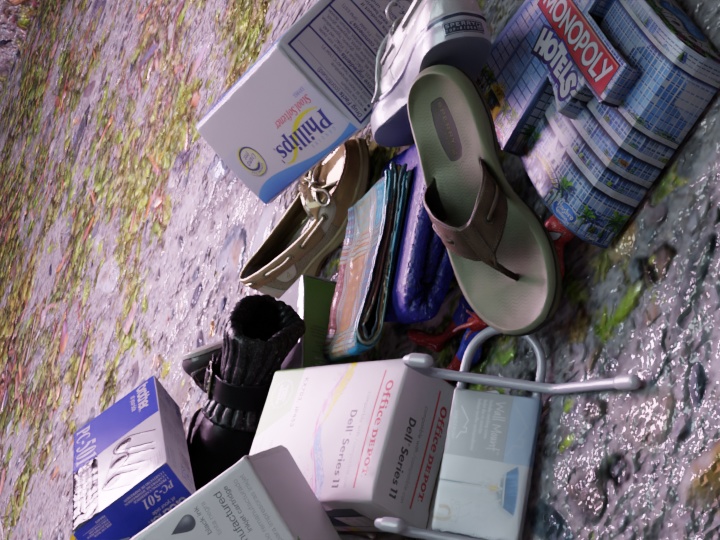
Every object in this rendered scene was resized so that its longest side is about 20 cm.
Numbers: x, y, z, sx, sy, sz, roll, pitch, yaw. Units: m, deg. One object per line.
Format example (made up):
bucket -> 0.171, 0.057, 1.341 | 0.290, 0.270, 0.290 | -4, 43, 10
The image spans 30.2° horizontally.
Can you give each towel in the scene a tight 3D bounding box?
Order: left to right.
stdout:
towel -> 0.000, 0.000, 1.113 | 0.200, 0.021, 0.149 | 146, 136, -77
towel -> 0.047, -0.029, 1.083 | 0.200, 0.049, 0.150 | 172, 109, -80

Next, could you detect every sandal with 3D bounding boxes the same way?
sandal -> 0.073, -0.046, 0.932 | 0.079, 0.057, 0.203 | -30, 79, 34

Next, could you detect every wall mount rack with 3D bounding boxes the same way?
wall mount rack -> 0.102, 0.129, 0.896 | 0.171, 0.074, 0.203 | 5, 76, 26

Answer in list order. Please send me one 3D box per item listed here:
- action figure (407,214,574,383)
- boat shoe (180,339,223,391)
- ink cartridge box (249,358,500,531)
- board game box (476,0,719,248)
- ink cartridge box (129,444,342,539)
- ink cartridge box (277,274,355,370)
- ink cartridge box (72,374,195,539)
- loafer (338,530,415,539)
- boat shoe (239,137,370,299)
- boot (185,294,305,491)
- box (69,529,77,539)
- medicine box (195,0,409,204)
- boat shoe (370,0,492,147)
action figure -> 0.098, 0.019, 0.996 | 0.200, 0.051, 0.066 | -46, 32, 42
boat shoe -> -0.126, 0.100, 1.317 | 0.200, 0.066, 0.058 | 28, -137, -83
ink cartridge box -> 0.004, 0.134, 1.022 | 0.198, 0.067, 0.119 | -10, 55, 45
board game box -> 0.169, -0.157, 0.929 | 0.201, 0.061, 0.201 | -61, 28, 29
ink cartridge box -> -0.107, 0.244, 0.961 | 0.199, 0.084, 0.147 | -36, 80, 14
ink cartridge box -> -0.053, 0.119, 1.231 | 0.104, 0.059, 0.203 | -43, 40, 49
ink cartridge box -> -0.192, 0.163, 1.116 | 0.093, 0.044, 0.200 | -36, 19, 0
loafer -> -0.014, 0.209, 1.108 | 0.199, 0.072, 0.064 | -2, 57, 58
boat shoe -> -0.054, -0.051, 1.328 | 0.201, 0.062, 0.074 | -55, 31, 35
boot -> -0.103, 0.129, 1.149 | 0.159, 0.078, 0.212 | -62, 21, 25
box -> -0.144, 0.292, 1.159 | 0.192, 0.198, 0.124 | 33, 104, 63
medicine box -> -0.025, -0.183, 1.199 | 0.200, 0.103, 0.182 | -49, 10, -34
boat shoe -> 0.045, -0.168, 1.025 | 0.202, 0.073, 0.087 | 115, 147, -69
